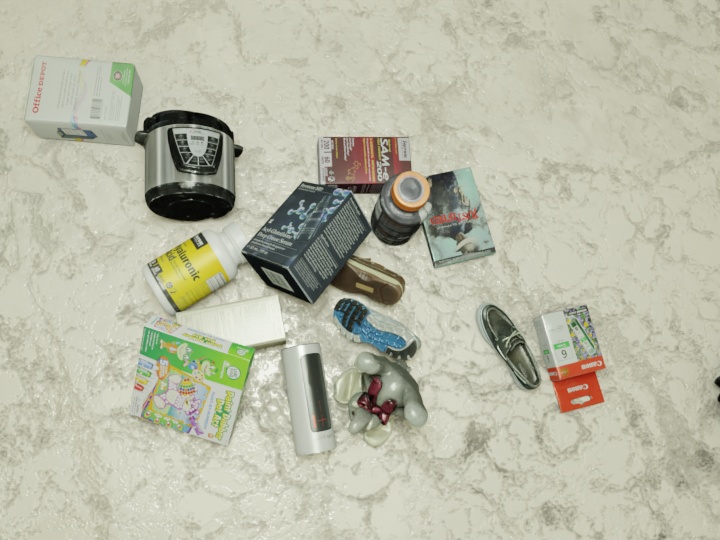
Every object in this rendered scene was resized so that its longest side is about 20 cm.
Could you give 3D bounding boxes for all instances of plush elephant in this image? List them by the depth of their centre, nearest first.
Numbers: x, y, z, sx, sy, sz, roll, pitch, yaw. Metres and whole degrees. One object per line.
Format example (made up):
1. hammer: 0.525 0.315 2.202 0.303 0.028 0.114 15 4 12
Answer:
1. plush elephant: 0.028 0.248 1.103 0.165 0.200 0.155 43 99 6

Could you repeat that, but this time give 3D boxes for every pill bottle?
1. pill bottle: -0.309 -0.010 1.136 0.199 0.111 0.112 -33 82 -14
2. pill bottle: 0.083 -0.126 1.166 0.104 0.200 0.108 2 77 -7

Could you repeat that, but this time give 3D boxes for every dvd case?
1. dvd case: 0.200 -0.117 1.271 0.144 0.022 0.203 -12 79 -10

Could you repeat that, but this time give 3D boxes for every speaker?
1. speaker: -0.099 0.246 1.119 0.080 0.081 0.203 -8 78 -9

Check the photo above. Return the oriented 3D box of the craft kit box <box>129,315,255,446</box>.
1. craft kit box: -0.307 0.203 1.064 0.194 0.049 0.203 17 114 -4

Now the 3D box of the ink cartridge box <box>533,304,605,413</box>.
1. ink cartridge box: 0.442 0.182 1.215 0.107 0.050 0.203 -11 78 -10

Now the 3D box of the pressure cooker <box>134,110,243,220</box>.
1. pressure cooker: -0.334 -0.215 1.142 0.176 0.176 0.204 -8 75 17

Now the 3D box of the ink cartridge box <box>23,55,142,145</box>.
1. ink cartridge box: -0.561 -0.346 1.197 0.196 0.088 0.148 3 76 -8

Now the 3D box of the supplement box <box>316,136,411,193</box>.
1. supplement box: 0.008 -0.225 1.253 0.196 0.061 0.111 -2 76 -8

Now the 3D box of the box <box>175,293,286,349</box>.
1. box: -0.247 0.113 1.131 0.197 0.078 0.097 -9 78 -9

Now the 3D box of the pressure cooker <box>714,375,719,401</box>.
1. pressure cooker: 0.843 0.250 1.186 0.178 0.175 0.201 43 75 -21

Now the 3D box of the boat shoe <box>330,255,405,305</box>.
1. boat shoe: -0.001 0.005 1.202 0.200 0.075 0.075 26 36 9

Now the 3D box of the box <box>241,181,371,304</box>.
1. box: -0.101 -0.059 1.130 0.147 0.108 0.201 17 59 41

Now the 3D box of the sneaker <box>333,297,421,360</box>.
1. sneaker: 0.035 0.118 1.175 0.198 0.086 0.076 28 99 22

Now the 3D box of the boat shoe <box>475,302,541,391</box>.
1. boat shoe: 0.311 0.150 1.196 0.072 0.071 0.201 -32 82 -13
